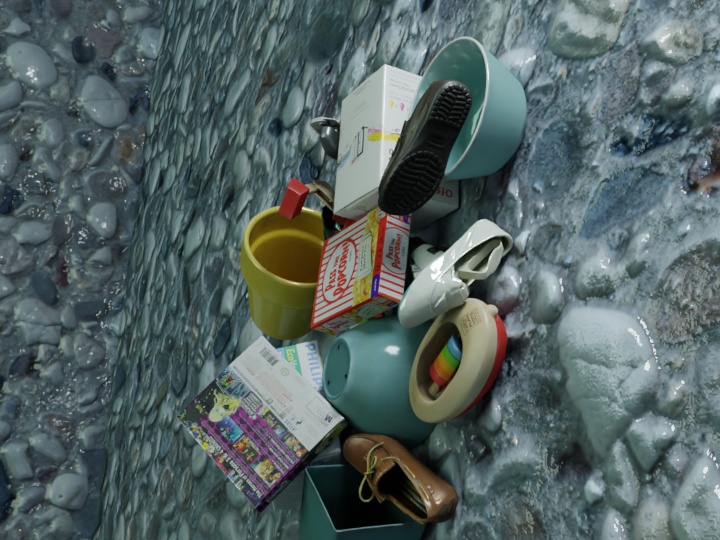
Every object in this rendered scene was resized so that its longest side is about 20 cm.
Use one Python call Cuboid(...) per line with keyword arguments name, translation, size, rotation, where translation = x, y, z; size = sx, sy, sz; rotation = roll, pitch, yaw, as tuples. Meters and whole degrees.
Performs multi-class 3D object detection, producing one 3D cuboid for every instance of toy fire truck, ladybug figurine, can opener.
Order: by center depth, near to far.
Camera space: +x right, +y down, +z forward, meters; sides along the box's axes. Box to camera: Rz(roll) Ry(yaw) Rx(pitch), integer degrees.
Cuboid(name="ladybug figurine", translation=(0.135, 0.123, 1.220), size=(0.201, 0.071, 0.137), rotation=(-57, 34, 36))
Cuboid(name="toy fire truck", translation=(-0.041, -0.115, 1.503), size=(0.049, 0.140, 0.200), rotation=(-65, -6, 25))
Cuboid(name="can opener", translation=(-0.022, -0.194, 1.531), size=(0.052, 0.200, 0.067), rotation=(-2, 68, 30))

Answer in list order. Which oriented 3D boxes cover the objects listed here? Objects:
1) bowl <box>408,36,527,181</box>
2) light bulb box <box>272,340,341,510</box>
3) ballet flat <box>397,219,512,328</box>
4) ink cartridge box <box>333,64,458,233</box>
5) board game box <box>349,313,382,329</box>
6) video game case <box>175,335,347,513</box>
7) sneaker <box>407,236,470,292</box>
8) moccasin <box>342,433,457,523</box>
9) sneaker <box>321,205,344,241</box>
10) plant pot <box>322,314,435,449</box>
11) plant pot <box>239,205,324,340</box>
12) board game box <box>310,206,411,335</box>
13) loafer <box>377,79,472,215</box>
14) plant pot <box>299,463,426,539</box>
Cuboid(name="bowl", translation=(0.159, -0.213, 1.279), size=(0.200, 0.104, 0.204), rotation=(-34, 50, 54))
Cuboid(name="light bulb box", translation=(-0.105, 0.253, 1.475), size=(0.201, 0.123, 0.200), rotation=(89, 169, -58))
Cuboid(name="ballet flat", translation=(0.130, 0.006, 1.200), size=(0.200, 0.070, 0.069), rotation=(-44, 15, -25))
Cuboid(name="ink cartridge box", translation=(0.058, -0.181, 1.417), size=(0.144, 0.146, 0.203), rotation=(-26, 57, 57))
Cuboid(name="board game box", translation=(-0.010, 0.154, 1.545), size=(0.201, 0.030, 0.096), rotation=(-60, 32, 27))
Cuboid(name="video game case", translation=(-0.148, 0.223, 1.355), size=(0.181, 0.036, 0.200), rotation=(-43, 61, -13))
Cuboid(name="sneaker", translation=(0.115, 0.003, 1.327), size=(0.201, 0.087, 0.075), rotation=(-101, -2, -64))
Cuboid(name="moccasin", translation=(0.042, 0.289, 1.268), size=(0.201, 0.077, 0.075), rotation=(35, 118, 41))
Cuboid(name="sneaker", translation=(-0.018, -0.036, 1.538), size=(0.200, 0.075, 0.080), rotation=(50, 166, 45))
Cuboid(name="plant pot", translation=(0.022, 0.156, 1.361), size=(0.200, 0.133, 0.203), rotation=(-35, 49, 53))
Cuboid(name="plant pot", translation=(-0.126, 0.017, 1.670), size=(0.190, 0.198, 0.202), rotation=(106, 158, -45))
Cuboid(name="board game box", translation=(0.000, 0.000, 1.390), size=(0.199, 0.046, 0.153), rotation=(-30, 47, 53))
Cuboid(name="loafer", translation=(0.083, -0.166, 1.229), size=(0.201, 0.072, 0.072), rotation=(-59, 26, 17))
Cuboid(name="plant pot", translation=(-0.011, 0.406, 1.323), size=(0.141, 0.139, 0.203), rotation=(-131, 47, -57))
